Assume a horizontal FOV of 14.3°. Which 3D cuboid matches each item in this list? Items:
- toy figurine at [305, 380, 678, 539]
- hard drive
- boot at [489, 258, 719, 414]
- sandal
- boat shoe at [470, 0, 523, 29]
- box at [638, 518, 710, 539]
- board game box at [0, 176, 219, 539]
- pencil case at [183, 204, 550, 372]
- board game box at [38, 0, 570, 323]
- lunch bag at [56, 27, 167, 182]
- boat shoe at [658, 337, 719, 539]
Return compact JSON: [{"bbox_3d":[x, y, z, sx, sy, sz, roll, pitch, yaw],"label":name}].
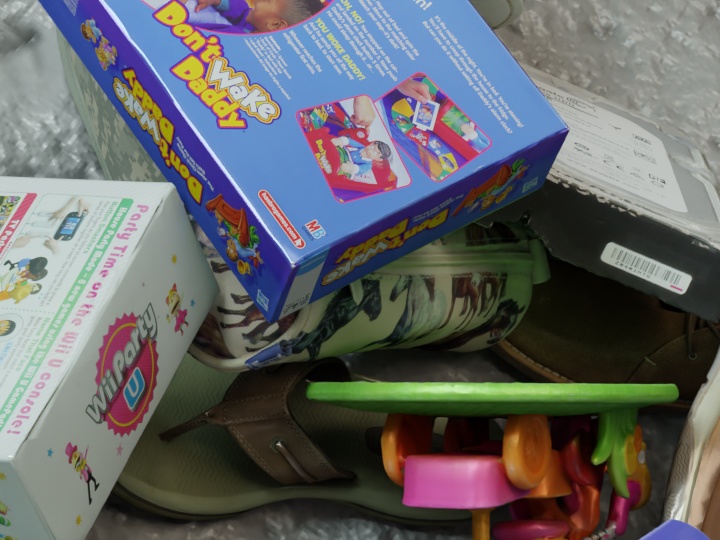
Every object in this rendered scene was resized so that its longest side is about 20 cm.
[{"bbox_3d":[0.064,0.137,1.173,0.200,0.150,0.184,4,86,-63],"label":"toy figurine"},{"bbox_3d":[0.095,-0.047,1.286,0.140,0.038,0.200,23,15,-6],"label":"hard drive"},{"bbox_3d":[0.149,0.027,1.307,0.200,0.075,0.074,18,55,-10],"label":"boot"},{"bbox_3d":[-0.024,0.063,1.220,0.201,0.057,0.080,4,60,-22],"label":"sandal"},{"bbox_3d":[0.034,-0.150,1.302,0.075,0.200,0.062,-6,82,5],"label":"boat shoe"},{"bbox_3d":[0.143,0.195,1.085,0.200,0.041,0.119,61,28,5],"label":"box"},{"bbox_3d":[-0.177,0.031,1.101,0.200,0.064,0.148,3,45,26],"label":"board game box"},{"bbox_3d":[0.000,0.000,1.211,0.200,0.089,0.078,-3,95,-57],"label":"pencil case"},{"bbox_3d":[-0.032,-0.092,1.122,0.134,0.045,0.200,-26,69,-27],"label":"board game box"},{"bbox_3d":[-0.060,-0.110,1.252,0.117,0.164,0.200,0,59,-19],"label":"lunch bag"},{"bbox_3d":[0.172,0.075,1.204,0.072,0.076,0.200,17,64,11],"label":"boat shoe"}]
